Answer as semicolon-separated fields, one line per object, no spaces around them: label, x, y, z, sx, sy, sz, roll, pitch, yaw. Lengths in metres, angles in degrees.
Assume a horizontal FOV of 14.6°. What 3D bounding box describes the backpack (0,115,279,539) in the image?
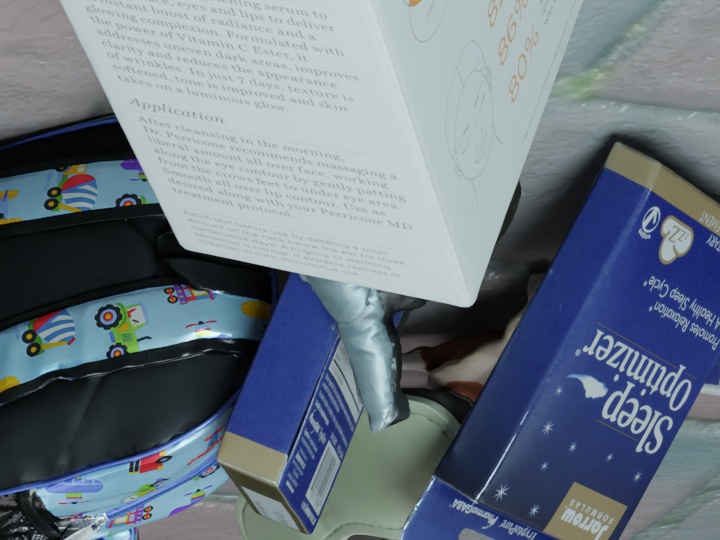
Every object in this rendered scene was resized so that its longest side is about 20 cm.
backpack;-0.120;0.033;1.160;0.200;0.183;0.135;-15;146;10

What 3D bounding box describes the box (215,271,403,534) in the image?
box;0.000;0.000;1.118;0.032;0.200;0.121;22;168;10

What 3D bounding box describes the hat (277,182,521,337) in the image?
hat;-0.020;0.014;1.261;0.200;0.081;0.201;-5;155;-2

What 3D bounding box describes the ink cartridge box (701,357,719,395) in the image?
ink cartridge box;0.268;0.052;1.371;0.200;0.041;0.200;6;179;-25

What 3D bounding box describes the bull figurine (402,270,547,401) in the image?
bull figurine;0.059;0.067;1.422;0.121;0.065;0.200;2;150;-2

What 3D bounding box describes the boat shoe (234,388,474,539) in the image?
boat shoe;0.009;0.094;1.346;0.061;0.072;0.201;-26;176;-35

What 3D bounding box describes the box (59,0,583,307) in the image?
box;-0.008;-0.109;0.846;0.106;0.152;0.200;12;152;20

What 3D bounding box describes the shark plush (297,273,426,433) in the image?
shark plush;-0.028;-0.039;1.043;0.083;0.200;0.091;-25;-166;26

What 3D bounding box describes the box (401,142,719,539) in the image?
box;0.104;0.053;1.257;0.032;0.200;0.121;31;-178;38
